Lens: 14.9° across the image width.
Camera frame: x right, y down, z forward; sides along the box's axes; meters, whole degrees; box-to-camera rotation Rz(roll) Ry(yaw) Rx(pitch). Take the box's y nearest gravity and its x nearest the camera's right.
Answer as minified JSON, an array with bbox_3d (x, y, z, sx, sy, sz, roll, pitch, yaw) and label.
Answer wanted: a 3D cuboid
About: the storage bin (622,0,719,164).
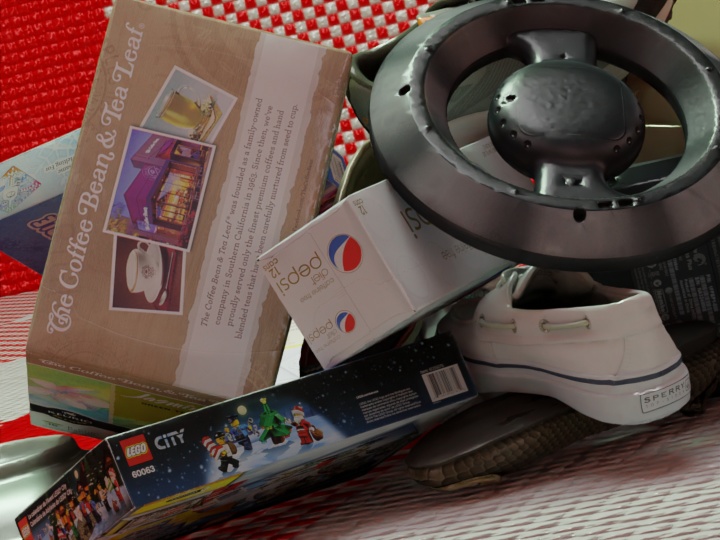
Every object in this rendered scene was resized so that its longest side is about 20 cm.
[{"bbox_3d":[0.176,-0.106,1.569,0.200,0.094,0.199,5,39,44],"label":"storage bin"}]

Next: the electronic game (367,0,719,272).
[{"bbox_3d":[0.103,-0.072,1.389,0.200,0.042,0.200,3,45,-3],"label":"electronic game"}]

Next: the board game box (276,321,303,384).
[{"bbox_3d":[-0.082,0.029,1.694,0.153,0.040,0.200,-10,44,-12],"label":"board game box"}]

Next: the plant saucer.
[{"bbox_3d":[-0.206,0.129,1.545,0.200,0.050,0.200,-13,5,1],"label":"plant saucer"}]

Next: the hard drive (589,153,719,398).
[{"bbox_3d":[0.220,-0.004,1.453,0.200,0.140,0.033,-12,29,9],"label":"hard drive"}]

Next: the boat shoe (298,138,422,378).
[{"bbox_3d":[0.000,0.000,1.532,0.071,0.063,0.200,-20,27,29],"label":"boat shoe"}]

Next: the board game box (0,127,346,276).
[{"bbox_3d":[-0.128,-0.050,1.802,0.199,0.043,0.200,-22,-22,14],"label":"board game box"}]

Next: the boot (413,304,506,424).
[{"bbox_3d":[0.025,0.068,1.540,0.096,0.074,0.200,-40,22,6],"label":"boot"}]

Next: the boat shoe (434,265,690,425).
[{"bbox_3d":[0.098,0.024,1.375,0.074,0.067,0.200,-20,16,-28],"label":"boat shoe"}]

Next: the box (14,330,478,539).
[{"bbox_3d":[-0.058,0.093,1.374,0.200,0.038,0.137,-16,-12,-31],"label":"box"}]

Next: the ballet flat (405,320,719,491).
[{"bbox_3d":[0.109,0.076,1.397,0.200,0.046,0.067,-22,16,-34],"label":"ballet flat"}]

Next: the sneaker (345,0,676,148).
[{"bbox_3d":[0.082,-0.124,1.494,0.200,0.079,0.074,-28,40,14],"label":"sneaker"}]

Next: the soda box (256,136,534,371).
[{"bbox_3d":[0.029,-0.013,1.420,0.064,0.068,0.200,-34,-4,29],"label":"soda box"}]

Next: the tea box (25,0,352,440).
[{"bbox_3d":[-0.096,-0.014,1.499,0.134,0.200,0.197,13,-14,-1],"label":"tea box"}]

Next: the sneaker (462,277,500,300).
[{"bbox_3d":[0.061,0.040,1.712,0.078,0.091,0.200,-14,-24,32],"label":"sneaker"}]
